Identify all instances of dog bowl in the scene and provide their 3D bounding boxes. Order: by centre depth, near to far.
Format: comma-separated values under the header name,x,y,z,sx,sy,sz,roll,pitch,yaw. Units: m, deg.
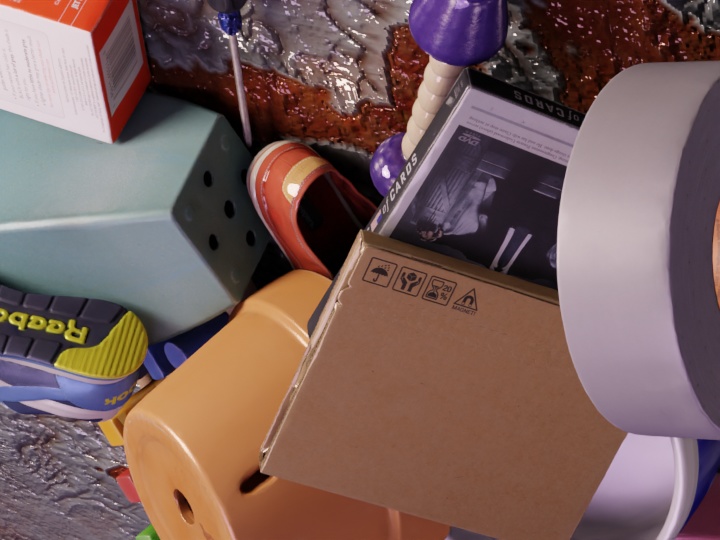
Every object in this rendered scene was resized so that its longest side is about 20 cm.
name,x,y,z,sx,sy,sz,roll,pitch,yaw
dog bowl,0.124,0.100,1.466,0.200,0.079,0.200,11,114,25

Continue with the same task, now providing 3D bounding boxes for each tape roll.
name,x,y,z,sx,sy,sz,roll,pitch,yaw
tape roll,0.181,-0.011,1.232,0.066,0.200,0.200,2,141,35

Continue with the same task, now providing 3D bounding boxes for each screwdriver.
name,x,y,z,sx,sy,sz,roll,pitch,yaw
screwdriver,-0.074,-0.134,1.407,0.029,0.028,0.200,43,157,33

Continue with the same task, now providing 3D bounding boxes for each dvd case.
name,x,y,z,sx,sy,sz,roll,pitch,yaw
dvd case,0.079,-0.011,1.338,0.150,0.025,0.200,20,124,-19

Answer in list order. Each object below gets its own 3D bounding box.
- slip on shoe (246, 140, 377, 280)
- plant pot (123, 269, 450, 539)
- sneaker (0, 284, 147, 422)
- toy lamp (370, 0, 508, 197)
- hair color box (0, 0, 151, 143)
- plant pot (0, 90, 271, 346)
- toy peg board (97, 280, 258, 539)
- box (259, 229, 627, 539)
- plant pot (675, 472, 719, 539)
name,x,y,z,sx,sy,sz,roll,pitch,yaw
slip on shoe,0.000,0.000,1.496,0.061,0.074,0.200,23,153,56
plant pot,-0.056,0.117,1.463,0.200,0.140,0.200,44,149,36
sneaker,-0.235,0.050,1.487,0.200,0.074,0.082,17,144,6
toy lamp,0.044,-0.109,1.330,0.058,0.058,0.200,25,147,4
hair color box,-0.237,-0.161,1.457,0.200,0.064,0.111,17,148,13
plant pot,-0.163,-0.032,1.520,0.200,0.141,0.141,-3,137,33
toy peg board,-0.118,0.113,1.648,0.200,0.098,0.199,-14,110,56
box,0.060,0.076,1.360,0.200,0.021,0.164,17,115,-17
plant pot,0.221,0.259,1.564,0.200,0.179,0.200,4,147,3
